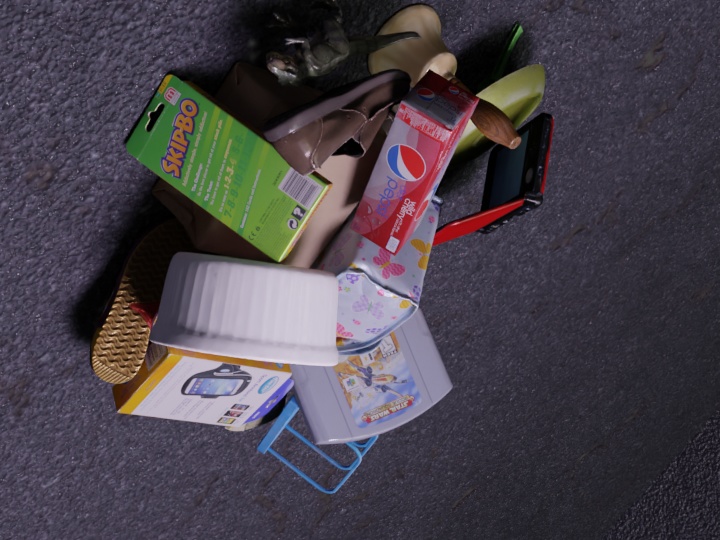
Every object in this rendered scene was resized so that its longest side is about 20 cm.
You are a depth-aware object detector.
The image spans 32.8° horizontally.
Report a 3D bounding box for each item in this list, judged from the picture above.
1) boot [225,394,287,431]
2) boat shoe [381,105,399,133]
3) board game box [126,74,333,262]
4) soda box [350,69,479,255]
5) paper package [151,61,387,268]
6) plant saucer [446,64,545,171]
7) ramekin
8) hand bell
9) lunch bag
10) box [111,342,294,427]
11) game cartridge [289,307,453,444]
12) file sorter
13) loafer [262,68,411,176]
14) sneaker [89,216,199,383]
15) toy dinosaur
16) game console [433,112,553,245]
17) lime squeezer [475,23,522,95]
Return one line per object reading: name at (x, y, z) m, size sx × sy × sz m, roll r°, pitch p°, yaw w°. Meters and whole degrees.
boot at (-0.174, 0.152, 1.585) m, size 0.199 × 0.072 × 0.155 m, roll -2°, pitch 148°, yaw -24°
boat shoe at (0.033, -0.114, 1.507) m, size 0.059 × 0.072 × 0.200 m, roll -29°, pitch 142°, yaw -22°
board game box at (-0.134, -0.104, 1.226) m, size 0.096 × 0.200 × 0.030 m, roll -56°, pitch 175°, yaw 15°
soda box at (0.055, -0.111, 1.299) m, size 0.070 × 0.063 × 0.200 m, roll -51°, pitch 170°, yaw -41°
paper package at (-0.092, -0.107, 1.342) m, size 0.200 × 0.103 × 0.191 m, roll 12°, pitch 119°, yaw -54°
plant saucer at (0.156, -0.183, 1.531) m, size 0.200 × 0.031 × 0.200 m, roll -34°, pitch 170°, yaw -7°
ramekin at (-0.116, 0.039, 1.289) m, size 0.200 × 0.200 × 0.098 m, roll 10°, pitch 88°, yaw -53°
hand bell at (0.107, -0.199, 1.363) m, size 0.104 × 0.200 × 0.104 m, roll -29°, pitch 146°, yaw -21°
lunch bag at (0.000, 0.000, 1.469) m, size 0.127 × 0.170 × 0.200 m, roll 29°, pitch 142°, yaw -18°
box at (-0.177, 0.132, 1.445) m, size 0.200 × 0.042 × 0.119 m, roll 12°, pitch 134°, yaw -42°
game cartridge at (0.015, 0.139, 1.552) m, size 0.200 × 0.133 × 0.042 m, roll -20°, pitch 169°, yaw -22°
file sorter at (-0.021, 0.179, 1.650) m, size 0.200 × 0.123 × 0.139 m, roll -50°, pitch 176°, yaw -41°
loafer at (-0.017, -0.146, 1.226) m, size 0.200 × 0.073 × 0.071 m, roll -31°, pitch 104°, yaw -41°
sneaker at (-0.248, 0.028, 1.370) m, size 0.075 × 0.090 × 0.200 m, roll 31°, pitch 82°, yaw -18°
toy dinosaur at (-0.037, -0.236, 1.235) m, size 0.200 × 0.088 × 0.047 m, roll -27°, pitch 160°, yaw -38°
game console at (0.145, -0.106, 1.536) m, size 0.118 × 0.173 × 0.200 m, roll 12°, pitch 169°, yaw -12°
lime squeezer at (0.137, -0.218, 1.531) m, size 0.200 × 0.038 × 0.071 m, roll -39°, pitch 149°, yaw -5°
